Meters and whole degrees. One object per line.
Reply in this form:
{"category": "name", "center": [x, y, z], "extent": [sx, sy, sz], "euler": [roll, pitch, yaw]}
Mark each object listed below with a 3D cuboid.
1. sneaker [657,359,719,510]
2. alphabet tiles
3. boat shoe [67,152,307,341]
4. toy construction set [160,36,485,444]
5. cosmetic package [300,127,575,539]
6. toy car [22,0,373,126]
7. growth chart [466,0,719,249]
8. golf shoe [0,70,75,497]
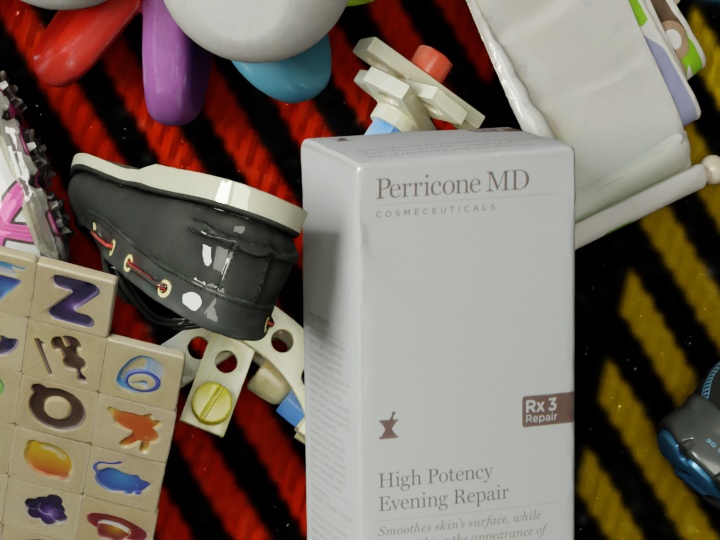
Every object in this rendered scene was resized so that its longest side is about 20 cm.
{"category": "sneaker", "center": [0.229, 0.111, 1.214], "extent": [0.200, 0.073, 0.082], "euler": [42, 82, 0]}
{"category": "alphabet tiles", "center": [-0.162, 0.060, 1.156], "extent": [0.166, 0.201, 0.006], "euler": [14, 45, 0]}
{"category": "boat shoe", "center": [-0.084, -0.010, 1.147], "extent": [0.073, 0.201, 0.063], "euler": [19, 88, -23]}
{"category": "toy construction set", "center": [0.000, 0.000, 1.208], "extent": [0.131, 0.092, 0.201], "euler": [32, 95, 1]}
{"category": "cosmetic package", "center": [0.032, 0.045, 1.139], "extent": [0.101, 0.074, 0.201], "euler": [-6, 102, -20]}
{"category": "toy car", "center": [-0.084, -0.136, 1.189], "extent": [0.199, 0.175, 0.151], "euler": [15, 121, -1]}
{"category": "growth chart", "center": [0.098, -0.113, 1.221], "extent": [0.144, 0.018, 0.201], "euler": [-17, 85, -38]}
{"category": "golf shoe", "center": [-0.167, 0.002, 1.203], "extent": [0.092, 0.073, 0.201], "euler": [-16, 87, -2]}
